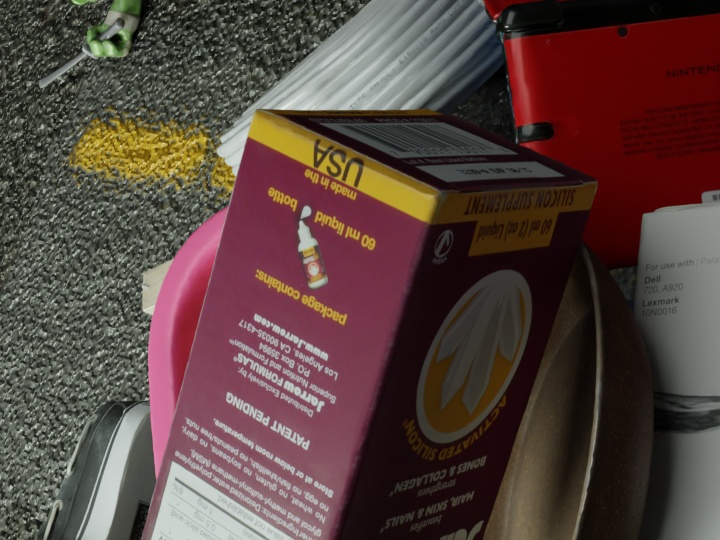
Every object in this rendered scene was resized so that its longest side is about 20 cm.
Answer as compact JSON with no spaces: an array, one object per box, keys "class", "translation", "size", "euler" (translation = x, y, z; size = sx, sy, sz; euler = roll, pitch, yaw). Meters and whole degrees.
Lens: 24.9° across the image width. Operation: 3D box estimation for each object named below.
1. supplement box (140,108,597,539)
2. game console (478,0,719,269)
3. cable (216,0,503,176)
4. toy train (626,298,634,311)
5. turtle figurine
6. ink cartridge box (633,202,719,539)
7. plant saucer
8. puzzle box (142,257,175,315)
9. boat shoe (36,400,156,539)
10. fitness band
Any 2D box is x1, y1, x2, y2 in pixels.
[{"class":"supplement box","translation":[0.000,0.047,0.602],"size":[0.086,0.110,0.200],"euler":[27,110,32]},{"class":"game console","translation":[0.159,-0.091,0.757],"size":[0.200,0.119,0.173],"euler":[-8,88,-4]},{"class":"cable","translation":[0.011,-0.107,0.879],"size":[0.200,0.069,0.200],"euler":[-36,9,29]},{"class":"toy train","translation":[0.107,0.101,0.745],"size":[0.114,0.087,0.200],"euler":[2,72,36]},{"class":"turtle figurine","translation":[-0.223,-0.209,1.148],"size":[0.200,0.194,0.144],"euler":[-16,96,1]},{"class":"ink cartridge box","translation":[0.171,0.086,0.644],"size":[0.084,0.146,0.200],"euler":[-7,66,38]},{"class":"plant saucer","translation":[0.071,0.083,0.641],"size":[0.200,0.037,0.201],"euler":[-168,90,-80]},{"class":"puzzle box","translation":[0.000,0.000,0.855],"size":[0.200,0.133,0.025],"euler":[-22,59,33]},{"class":"boat shoe","translation":[-0.164,0.170,0.964],"size":[0.068,0.074,0.200],"euler":[2,70,39]},{"class":"fitness band","translation":[-0.039,0.054,0.755],"size":[0.144,0.037,0.200],"euler":[-25,59,32]}]
